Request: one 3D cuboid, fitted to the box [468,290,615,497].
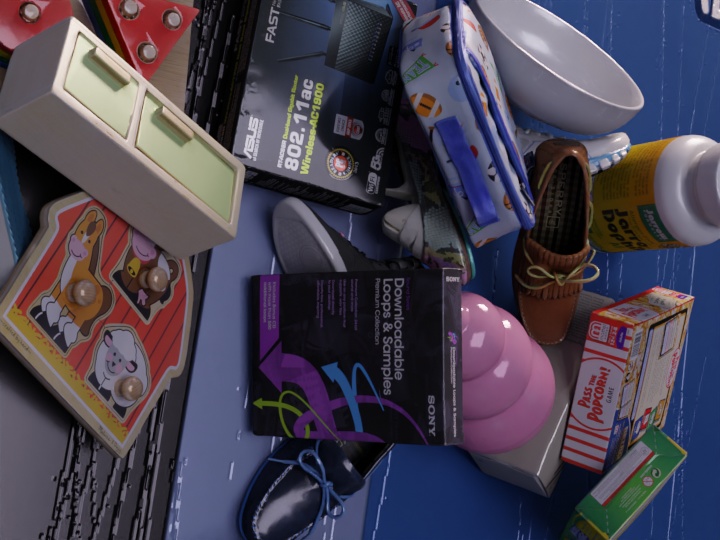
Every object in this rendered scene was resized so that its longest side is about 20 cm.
[{"bbox_3d":[0.187,0.116,1.144,0.200,0.082,0.068,-61,149,-18],"label":"box"}]

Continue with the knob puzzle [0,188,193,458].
[{"bbox_3d":[-0.185,0.018,0.905,0.219,0.030,0.220,4,85,-58],"label":"knob puzzle"}]

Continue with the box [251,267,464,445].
[{"bbox_3d":[-0.006,0.071,0.963,0.036,0.200,0.143,3,85,-57],"label":"box"}]

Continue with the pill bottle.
[{"bbox_3d":[0.314,-0.078,1.174,0.113,0.200,0.113,2,87,-33],"label":"pill bottle"}]

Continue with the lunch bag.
[{"bbox_3d":[0.098,-0.124,1.009,0.160,0.075,0.200,-89,155,-54],"label":"lunch bag"}]

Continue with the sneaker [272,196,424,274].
[{"bbox_3d":[0.000,0.000,1.052,0.099,0.071,0.200,-46,109,-37],"label":"sneaker"}]

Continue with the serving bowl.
[{"bbox_3d":[0.180,-0.196,1.131,0.200,0.200,0.066,17,122,-31],"label":"serving bowl"}]

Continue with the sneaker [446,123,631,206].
[{"bbox_3d":[0.173,-0.116,1.140,0.199,0.075,0.087,-18,85,-11],"label":"sneaker"}]

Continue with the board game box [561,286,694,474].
[{"bbox_3d":[0.274,0.105,1.159,0.200,0.046,0.152,-11,114,-58],"label":"board game box"}]

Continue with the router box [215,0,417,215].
[{"bbox_3d":[-0.041,-0.164,1.023,0.149,0.062,0.201,13,80,-24],"label":"router box"}]

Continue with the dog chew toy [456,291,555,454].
[{"bbox_3d":[0.104,0.085,1.029,0.125,0.124,0.200,-62,149,-19],"label":"dog chew toy"}]

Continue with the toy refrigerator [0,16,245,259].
[{"bbox_3d":[-0.175,-0.096,0.877,0.200,0.070,0.076,41,42,-41],"label":"toy refrigerator"}]

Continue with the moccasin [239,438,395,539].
[{"bbox_3d":[-0.027,0.168,1.020,0.200,0.068,0.081,-48,112,-25],"label":"moccasin"}]

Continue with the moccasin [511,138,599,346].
[{"bbox_3d":[0.187,-0.021,1.081,0.073,0.078,0.202,9,110,-1],"label":"moccasin"}]

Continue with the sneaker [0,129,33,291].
[{"bbox_3d":[-0.297,-0.067,0.842,0.081,0.077,0.201,-8,100,-1],"label":"sneaker"}]

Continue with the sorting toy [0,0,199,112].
[{"bbox_3d":[-0.219,-0.232,0.916,0.200,0.070,0.199,7,84,-33],"label":"sorting toy"}]

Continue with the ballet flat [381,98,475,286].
[{"bbox_3d":[0.048,-0.071,1.064,0.071,0.069,0.201,-8,66,-12],"label":"ballet flat"}]

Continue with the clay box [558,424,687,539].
[{"bbox_3d":[0.257,0.233,1.147,0.115,0.200,0.048,-43,72,-13],"label":"clay box"}]
